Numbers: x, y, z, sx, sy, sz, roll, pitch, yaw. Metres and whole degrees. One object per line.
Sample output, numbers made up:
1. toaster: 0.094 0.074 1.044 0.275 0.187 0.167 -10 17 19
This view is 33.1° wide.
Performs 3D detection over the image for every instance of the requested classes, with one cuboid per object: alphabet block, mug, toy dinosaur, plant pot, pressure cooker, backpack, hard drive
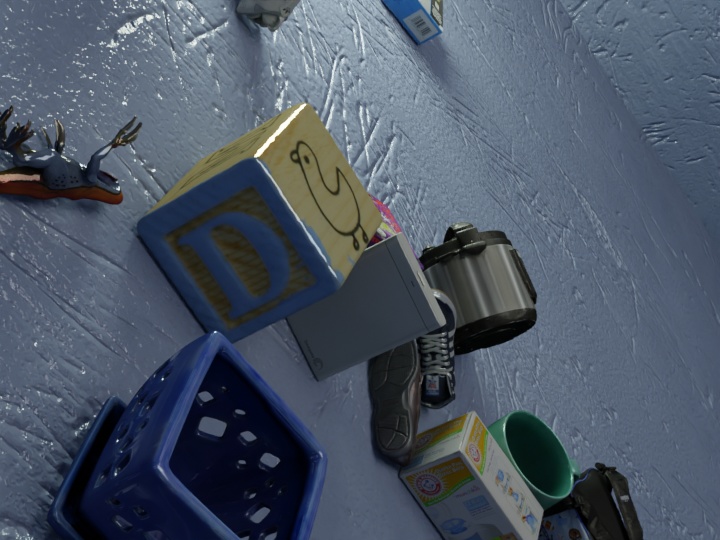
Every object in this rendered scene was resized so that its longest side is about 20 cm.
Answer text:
1. alphabet block: -0.118 -0.058 1.483 0.196 0.196 0.200 58 27 -16
2. mug: 0.247 0.318 1.874 0.185 0.114 0.152 42 34 -14
3. toy dinosaur: -0.333 -0.103 1.313 0.200 0.105 0.182 -57 140 -18
4. plant pot: -0.171 0.211 1.171 0.200 0.180 0.200 51 29 -24
5. pressure cooker: 0.181 0.021 1.974 0.178 0.176 0.200 1 65 -50
6. backpack: 0.368 0.439 1.974 0.200 0.154 0.191 -17 74 -57
7. hard drive: -0.002 0.050 1.590 0.132 0.200 0.027 64 27 0

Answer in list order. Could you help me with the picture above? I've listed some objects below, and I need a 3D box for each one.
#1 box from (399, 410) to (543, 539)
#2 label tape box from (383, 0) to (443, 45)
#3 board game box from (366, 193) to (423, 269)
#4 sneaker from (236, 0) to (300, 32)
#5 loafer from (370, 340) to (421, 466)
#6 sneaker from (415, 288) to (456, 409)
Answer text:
1. box: 0.161 0.320 1.745 0.200 0.112 0.101 56 29 -16
2. label tape box: 0.107 -0.580 2.485 0.143 0.066 0.200 45 34 -33
3. board game box: 0.019 -0.072 1.829 0.120 0.032 0.200 38 14 -32
4. sneaker: -0.162 -0.453 1.887 0.200 0.115 0.075 39 11 34
5. loafer: 0.054 0.186 1.738 0.063 0.072 0.200 63 25 -50
6. sneaker: 0.108 0.124 1.808 0.200 0.070 0.109 80 13 -47
